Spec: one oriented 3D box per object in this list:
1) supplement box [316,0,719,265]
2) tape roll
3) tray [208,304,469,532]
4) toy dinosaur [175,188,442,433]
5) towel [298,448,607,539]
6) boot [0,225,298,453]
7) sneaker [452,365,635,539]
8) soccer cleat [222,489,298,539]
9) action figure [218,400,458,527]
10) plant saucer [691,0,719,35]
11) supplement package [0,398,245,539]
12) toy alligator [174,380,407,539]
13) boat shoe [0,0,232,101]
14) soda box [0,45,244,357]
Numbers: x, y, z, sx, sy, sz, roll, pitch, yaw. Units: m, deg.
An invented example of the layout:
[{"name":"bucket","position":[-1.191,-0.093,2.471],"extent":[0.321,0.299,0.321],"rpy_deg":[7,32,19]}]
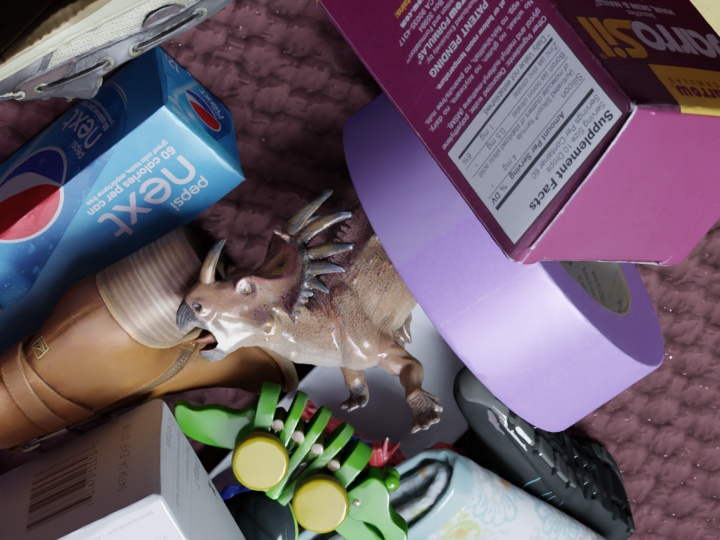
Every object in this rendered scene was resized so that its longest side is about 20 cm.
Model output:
[{"name":"supplement box","position":[0.087,-0.106,1.377],"extent":[0.131,0.200,0.103],"rpy_deg":[1,135,-48]},{"name":"tape roll","position":[0.076,-0.016,1.503],"extent":[0.066,0.201,0.200],"rpy_deg":[-34,125,17]},{"name":"tray","position":[-0.006,0.094,1.686],"extent":[0.107,0.022,0.200],"rpy_deg":[32,116,-28]},{"name":"toy dinosaur","position":[0.000,0.000,1.515],"extent":[0.086,0.200,0.136],"rpy_deg":[-14,115,36]},{"name":"towel","position":[0.029,0.184,1.659],"extent":[0.200,0.048,0.171],"rpy_deg":[-33,142,25]},{"name":"boot","position":[-0.126,0.053,1.561],"extent":[0.154,0.074,0.200],"rpy_deg":[-34,152,5]},{"name":"sneaker","position":[0.093,0.118,1.672],"extent":[0.079,0.076,0.200],"rpy_deg":[-21,141,17]},{"name":"soccer cleat","position":[-0.115,0.188,1.600],"extent":[0.200,0.068,0.081],"rpy_deg":[-40,151,28]},{"name":"action figure","position":[-0.043,0.116,1.640],"extent":[0.199,0.065,0.099],"rpy_deg":[-13,137,1]},{"name":"plant saucer","position":[0.211,-0.129,1.510],"extent":[0.199,0.049,0.201],"rpy_deg":[11,125,-17]},{"name":"supplement package","position":[-0.108,0.193,1.509],"extent":[0.117,0.117,0.201],"rpy_deg":[-26,112,7]},{"name":"toy alligator","position":[-0.007,0.114,1.540],"extent":[0.200,0.059,0.054],"rpy_deg":[35,100,-5]},{"name":"boat shoe","position":[-0.152,-0.116,1.468],"extent":[0.199,0.073,0.065],"rpy_deg":[-25,129,16]},{"name":"soda box","position":[-0.160,-0.028,1.540],"extent":[0.200,0.064,0.068],"rpy_deg":[-37,124,17]}]
